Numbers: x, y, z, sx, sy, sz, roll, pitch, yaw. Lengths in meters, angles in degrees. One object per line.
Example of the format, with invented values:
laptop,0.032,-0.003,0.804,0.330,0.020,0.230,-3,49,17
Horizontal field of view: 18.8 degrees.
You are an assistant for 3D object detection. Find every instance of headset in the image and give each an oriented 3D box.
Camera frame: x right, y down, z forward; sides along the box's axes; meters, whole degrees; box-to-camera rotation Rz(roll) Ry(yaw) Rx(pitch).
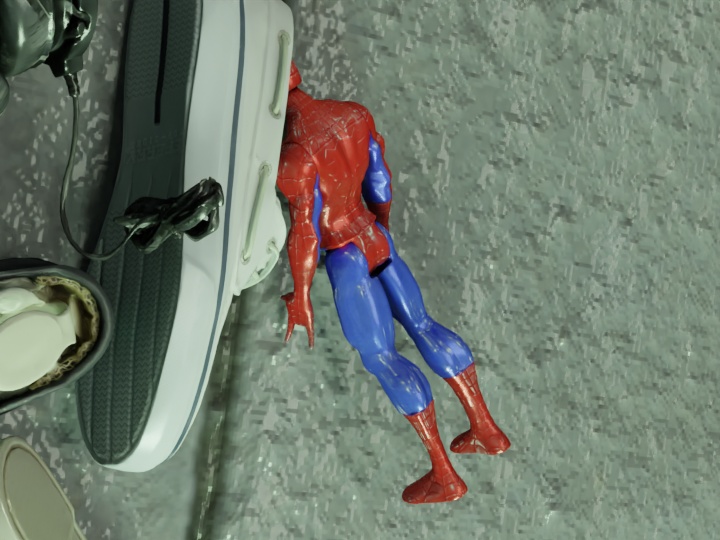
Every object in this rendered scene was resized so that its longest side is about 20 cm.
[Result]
headset,-0.131,-0.081,0.755,0.200,0.094,0.124,49,63,-21

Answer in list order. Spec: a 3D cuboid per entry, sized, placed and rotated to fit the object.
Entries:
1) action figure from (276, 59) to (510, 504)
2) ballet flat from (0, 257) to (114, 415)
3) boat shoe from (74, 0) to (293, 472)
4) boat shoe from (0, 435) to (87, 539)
action figure,0.000,0.000,0.913,0.065,0.052,0.201,-37,113,-39
ballet flat,-0.168,0.035,0.751,0.200,0.073,0.073,-16,105,-40
boat shoe,-0.058,-0.020,0.840,0.067,0.073,0.201,13,85,-39
boat shoe,-0.116,0.146,0.827,0.067,0.057,0.200,-79,150,-56
